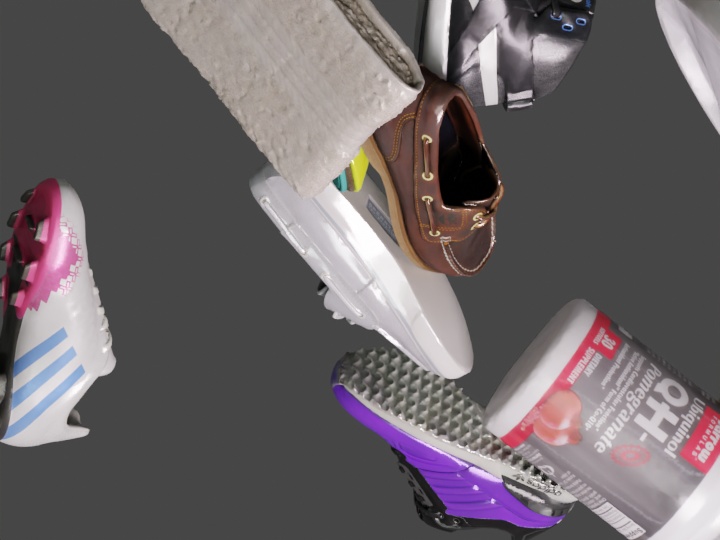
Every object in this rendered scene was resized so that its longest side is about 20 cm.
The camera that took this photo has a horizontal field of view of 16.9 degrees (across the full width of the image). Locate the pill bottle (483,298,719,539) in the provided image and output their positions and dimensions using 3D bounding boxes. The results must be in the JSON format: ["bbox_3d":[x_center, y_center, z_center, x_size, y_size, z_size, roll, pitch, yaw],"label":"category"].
[{"bbox_3d":[0.191,0.119,1.630,0.200,0.111,0.111,37,109,-2],"label":"pill bottle"}]

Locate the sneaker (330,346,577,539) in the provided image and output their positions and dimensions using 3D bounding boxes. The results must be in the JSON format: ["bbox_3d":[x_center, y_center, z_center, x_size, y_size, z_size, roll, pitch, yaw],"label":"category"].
[{"bbox_3d":[0.055,0.133,1.679,0.200,0.070,0.100,28,126,-12],"label":"sneaker"}]

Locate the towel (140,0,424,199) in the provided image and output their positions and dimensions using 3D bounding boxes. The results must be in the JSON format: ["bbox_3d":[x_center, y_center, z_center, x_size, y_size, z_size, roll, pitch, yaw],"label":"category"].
[{"bbox_3d":[-0.057,-0.152,1.473,0.200,0.034,0.133,52,136,6],"label":"towel"}]

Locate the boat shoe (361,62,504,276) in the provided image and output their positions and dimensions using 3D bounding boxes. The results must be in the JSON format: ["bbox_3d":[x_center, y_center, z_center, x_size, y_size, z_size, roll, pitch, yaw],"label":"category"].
[{"bbox_3d":[0.054,-0.056,1.541,0.070,0.070,0.200,15,155,28],"label":"boat shoe"}]

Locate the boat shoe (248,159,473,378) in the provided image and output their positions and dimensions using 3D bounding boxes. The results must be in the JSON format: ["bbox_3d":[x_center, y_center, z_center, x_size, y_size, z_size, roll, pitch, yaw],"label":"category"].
[{"bbox_3d":[0.000,0.000,1.608,0.068,0.072,0.200,-27,119,25],"label":"boat shoe"}]

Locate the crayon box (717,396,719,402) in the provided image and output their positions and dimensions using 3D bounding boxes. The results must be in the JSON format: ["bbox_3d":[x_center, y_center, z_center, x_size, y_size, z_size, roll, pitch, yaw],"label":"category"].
[{"bbox_3d":[0.329,0.070,1.679,0.125,0.052,0.200,15,114,-12],"label":"crayon box"}]

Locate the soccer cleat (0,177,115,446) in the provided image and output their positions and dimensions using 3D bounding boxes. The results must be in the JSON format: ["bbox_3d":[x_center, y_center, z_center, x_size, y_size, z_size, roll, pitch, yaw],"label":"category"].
[{"bbox_3d":[-0.199,0.028,1.611,0.086,0.070,0.200,4,120,-25],"label":"soccer cleat"}]

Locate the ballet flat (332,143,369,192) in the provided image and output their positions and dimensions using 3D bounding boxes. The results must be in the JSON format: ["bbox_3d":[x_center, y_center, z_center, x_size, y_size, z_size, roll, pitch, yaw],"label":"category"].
[{"bbox_3d":[-0.019,-0.149,1.518,0.067,0.067,0.200,-25,101,-9],"label":"ballet flat"}]

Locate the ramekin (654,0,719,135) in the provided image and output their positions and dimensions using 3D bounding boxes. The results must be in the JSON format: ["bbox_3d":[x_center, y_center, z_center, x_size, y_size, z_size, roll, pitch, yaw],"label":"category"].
[{"bbox_3d":[0.276,-0.117,1.505,0.094,0.202,0.203,-35,115,-1],"label":"ramekin"}]

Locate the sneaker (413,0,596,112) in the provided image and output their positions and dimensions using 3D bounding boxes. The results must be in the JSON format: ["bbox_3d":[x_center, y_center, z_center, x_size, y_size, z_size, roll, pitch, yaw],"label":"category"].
[{"bbox_3d":[0.096,-0.194,1.519,0.112,0.073,0.200,0,125,-9],"label":"sneaker"}]
